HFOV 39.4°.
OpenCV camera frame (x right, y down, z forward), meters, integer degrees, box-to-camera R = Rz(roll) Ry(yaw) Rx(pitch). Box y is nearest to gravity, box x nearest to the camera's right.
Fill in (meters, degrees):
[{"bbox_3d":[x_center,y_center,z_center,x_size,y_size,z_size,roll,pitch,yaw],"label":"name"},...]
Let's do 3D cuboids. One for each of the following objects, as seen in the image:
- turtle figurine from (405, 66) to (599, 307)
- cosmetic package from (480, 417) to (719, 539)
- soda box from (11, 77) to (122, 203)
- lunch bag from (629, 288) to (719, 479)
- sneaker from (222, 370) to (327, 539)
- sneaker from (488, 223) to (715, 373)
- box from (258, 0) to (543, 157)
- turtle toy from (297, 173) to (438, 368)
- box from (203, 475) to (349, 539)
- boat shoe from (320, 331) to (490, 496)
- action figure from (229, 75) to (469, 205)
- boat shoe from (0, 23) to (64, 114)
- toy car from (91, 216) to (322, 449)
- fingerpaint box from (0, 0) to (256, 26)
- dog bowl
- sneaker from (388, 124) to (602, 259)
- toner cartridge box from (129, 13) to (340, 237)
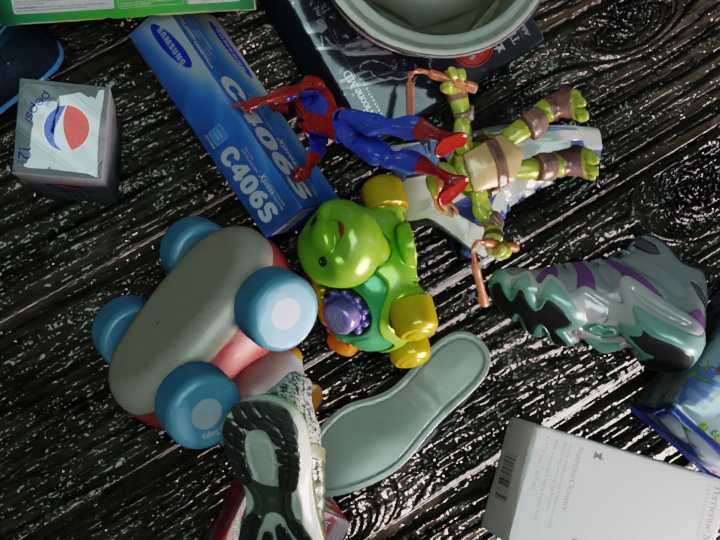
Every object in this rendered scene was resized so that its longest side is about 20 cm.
[{"bbox_3d":[0.118,-0.083,0.843,0.160,0.064,0.201,-19,93,-16],"label":"turtle figurine"},{"bbox_3d":[0.225,0.217,0.930,0.199,0.081,0.114,16,85,-10],"label":"cosmetic package"},{"bbox_3d":[-0.223,-0.095,0.783,0.063,0.200,0.069,4,88,-10],"label":"soda box"},{"bbox_3d":[0.387,0.128,0.939,0.200,0.127,0.170,38,83,1],"label":"lunch bag"},{"bbox_3d":[-0.047,0.165,0.772,0.076,0.089,0.201,10,120,21],"label":"sneaker"},{"bbox_3d":[0.230,0.005,0.940,0.199,0.078,0.140,20,58,13],"label":"sneaker"},{"bbox_3d":[0.025,-0.233,0.881,0.181,0.104,0.201,-32,95,-8],"label":"box"},{"bbox_3d":[0.000,0.000,0.833,0.100,0.200,0.147,-12,69,-5],"label":"turtle toy"},{"bbox_3d":[-0.099,0.274,0.858,0.095,0.100,0.201,27,85,-10],"label":"box"},{"bbox_3d":[0.035,0.134,0.903,0.199,0.060,0.076,-33,76,-7],"label":"boat shoe"},{"bbox_3d":[-0.021,-0.100,0.785,0.099,0.199,0.066,-31,132,-31],"label":"action figure"},{"bbox_3d":[-0.341,-0.142,0.828,0.200,0.084,0.069,-46,117,-21],"label":"boat shoe"},{"bbox_3d":[-0.092,0.081,0.850,0.177,0.184,0.200,-51,127,-8],"label":"toy car"},{"bbox_3d":[-0.193,-0.279,0.809,0.198,0.074,0.168,-6,47,-10],"label":"fingerpaint box"},{"bbox_3d":[0.051,-0.261,0.796,0.198,0.074,0.202,0,90,-11],"label":"dog bowl"},{"bbox_3d":[0.118,-0.071,0.919,0.198,0.081,0.116,-9,102,-12],"label":"sneaker"},{"bbox_3d":[-0.102,-0.125,0.841,0.043,0.095,0.201,-36,86,18],"label":"toner cartridge box"}]
